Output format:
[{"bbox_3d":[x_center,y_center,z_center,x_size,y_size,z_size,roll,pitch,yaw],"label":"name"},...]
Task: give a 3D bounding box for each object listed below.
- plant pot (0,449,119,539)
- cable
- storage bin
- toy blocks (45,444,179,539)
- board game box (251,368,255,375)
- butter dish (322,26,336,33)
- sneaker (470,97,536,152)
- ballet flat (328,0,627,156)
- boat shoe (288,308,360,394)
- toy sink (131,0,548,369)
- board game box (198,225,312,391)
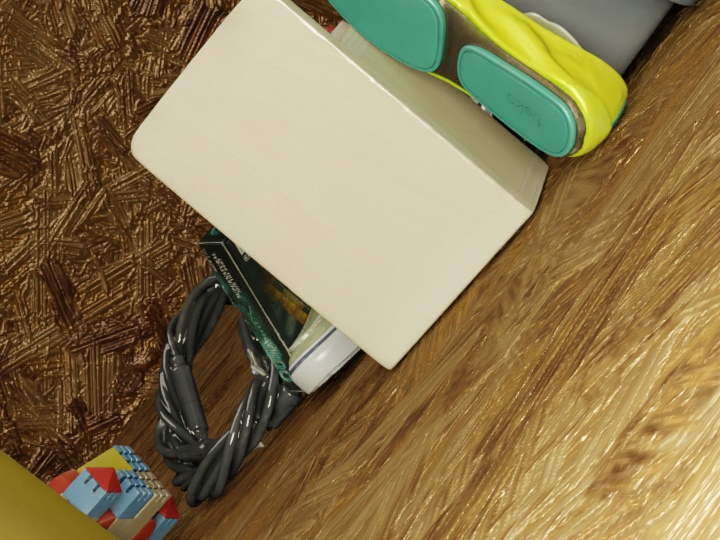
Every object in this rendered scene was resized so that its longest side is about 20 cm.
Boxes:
[{"bbox_3d":[-0.269,0.239,1.510,0.200,0.200,0.176,-50,14,1],"label":"plant pot"},{"bbox_3d":[-0.099,0.081,1.671,0.163,0.051,0.200,-63,28,15],"label":"cable"},{"bbox_3d":[0.126,-0.175,1.361,0.134,0.145,0.200,-59,0,25],"label":"storage bin"},{"bbox_3d":[-0.203,0.189,1.690,0.137,0.100,0.200,-48,-21,10],"label":"toy blocks"},{"bbox_3d":[-0.026,0.023,1.784,0.151,0.037,0.200,-50,5,0],"label":"board game box"},{"bbox_3d":[-0.004,-0.121,1.794,0.200,0.148,0.199,-29,5,-6],"label":"butter dish"},{"bbox_3d":[0.059,-0.079,1.468,0.115,0.076,0.201,-41,28,7],"label":"sneaker"},{"bbox_3d":[0.064,-0.133,1.262,0.067,0.200,0.067,-38,-25,-33],"label":"ballet flat"},{"bbox_3d":[0.000,0.000,1.545,0.200,0.062,0.072,-53,5,-36],"label":"boat shoe"},{"bbox_3d":[-0.010,-0.066,1.318,0.130,0.200,0.112,-49,5,20],"label":"toy sink"},{"bbox_3d":[-0.020,-0.032,1.582,0.028,0.135,0.200,0,40,42],"label":"board game box"}]
